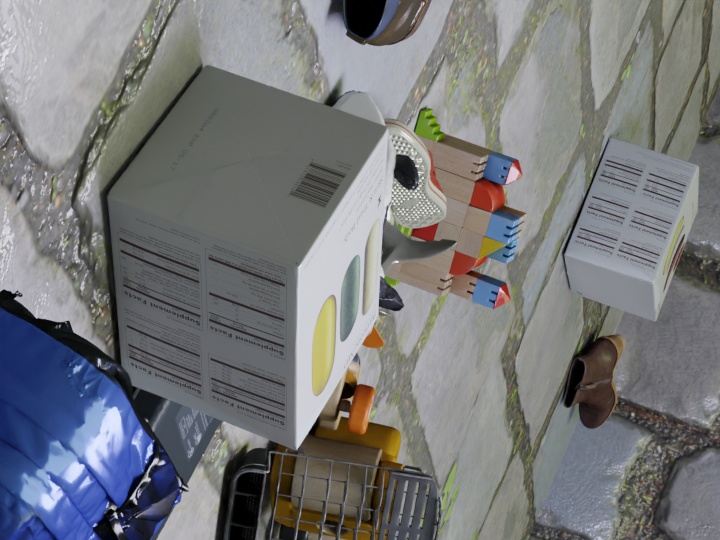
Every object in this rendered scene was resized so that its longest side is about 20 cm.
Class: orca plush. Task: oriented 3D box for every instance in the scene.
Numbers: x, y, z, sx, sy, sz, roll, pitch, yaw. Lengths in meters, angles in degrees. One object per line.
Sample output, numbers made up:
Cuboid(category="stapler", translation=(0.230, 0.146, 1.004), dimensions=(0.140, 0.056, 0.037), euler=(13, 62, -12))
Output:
Cuboid(category="orca plush", translation=(-0.001, -0.052, 1.741), dimensions=(0.071, 0.105, 0.201), euler=(117, -43, -59))

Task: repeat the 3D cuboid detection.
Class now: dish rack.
Cuboid(category="dish rack", translation=(-0.026, 0.241, 1.888), dimensions=(0.055, 0.198, 0.154), euler=(-84, -177, -56))

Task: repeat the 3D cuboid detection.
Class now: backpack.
Cuboid(category="backpack", translation=(-0.204, 0.113, 1.171), dimensions=(0.168, 0.162, 0.200), euler=(-59, 162, -24))

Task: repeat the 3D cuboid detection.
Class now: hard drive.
Cuboid(category="hard drive", translation=(-0.153, 0.126, 1.598), dimensions=(0.140, 0.033, 0.201), euler=(84, 30, -59))

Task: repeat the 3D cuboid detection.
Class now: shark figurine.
Cuboid(category="shark figurine", translation=(0.004, 0.012, 1.854), dimensions=(0.214, 0.089, 0.129), euler=(-2, 115, -61))

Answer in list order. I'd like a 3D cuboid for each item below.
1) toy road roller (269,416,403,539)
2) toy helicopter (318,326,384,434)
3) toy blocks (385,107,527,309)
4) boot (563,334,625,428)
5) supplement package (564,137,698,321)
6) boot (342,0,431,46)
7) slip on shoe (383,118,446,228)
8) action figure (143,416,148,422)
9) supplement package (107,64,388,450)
Cuboid(category="toy road roller", translation=(-0.015, 0.199, 2.014), dimensions=(0.200, 0.122, 0.147), euler=(90, 12, -59))
Cuboid(category="toy helicopter", translation=(-0.017, 0.092, 1.990), dimensions=(0.200, 0.078, 0.133), euler=(74, 29, -82))
Cuboid(category="toy blocks", translation=(0.104, -0.050, 2.064), dimensions=(0.100, 0.136, 0.201), euler=(-26, 134, -68))
Cuboid(category="boot", translation=(0.392, 0.210, 3.542), dimensions=(0.166, 0.072, 0.201), euler=(-26, 137, -51))
Cuboid(category="supplement package", translation=(0.419, -0.061, 3.104), dimensions=(0.191, 0.146, 0.201), euler=(63, 48, -70))
Cuboid(category="boot", translation=(0.040, -0.276, 1.682), dimensions=(0.097, 0.074, 0.201), euler=(-39, 148, -67))
Cuboid(category="slip on shoe", translation=(0.036, -0.101, 1.927), dimensions=(0.200, 0.074, 0.062), euler=(50, 27, -66))
Cuboid(category="action figure", translation=(-0.204, 0.185, 1.375), dimensions=(0.119, 0.101, 0.201), euler=(74, 36, -83))
Cuboid(category="supplement package", translation=(-0.078, -0.009, 1.464), dimensions=(0.201, 0.150, 0.152), euler=(93, 23, -48))
